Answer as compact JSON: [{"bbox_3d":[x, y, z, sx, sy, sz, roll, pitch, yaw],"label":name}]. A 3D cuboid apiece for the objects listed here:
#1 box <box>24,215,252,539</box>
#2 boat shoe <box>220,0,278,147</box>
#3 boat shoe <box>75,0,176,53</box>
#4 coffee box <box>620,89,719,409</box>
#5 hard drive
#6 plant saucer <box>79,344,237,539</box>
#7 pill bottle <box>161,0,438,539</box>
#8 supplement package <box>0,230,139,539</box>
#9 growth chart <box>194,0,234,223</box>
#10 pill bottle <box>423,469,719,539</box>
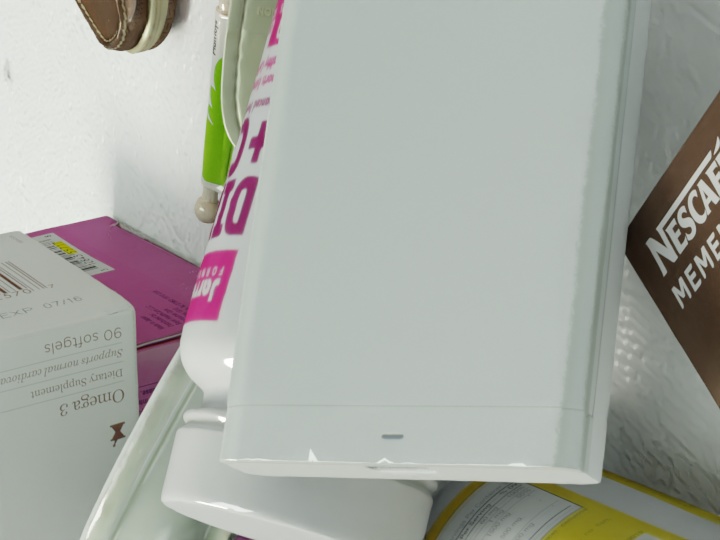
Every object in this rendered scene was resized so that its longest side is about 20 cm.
[{"bbox_3d":[-0.118,0.097,1.294,0.176,0.096,0.201,27,125,53],"label":"box"},{"bbox_3d":[-0.016,-0.143,1.043,0.061,0.071,0.202,-71,-6,-72],"label":"boat shoe"},{"bbox_3d":[-0.154,-0.191,1.252,0.075,0.075,0.203,-46,63,56],"label":"boat shoe"},{"bbox_3d":[0.169,-0.029,0.768,0.115,0.079,0.200,62,148,23],"label":"coffee box"},{"bbox_3d":[0.027,-0.032,0.866,0.131,0.026,0.201,-1,73,30],"label":"hard drive"},{"bbox_3d":[-0.049,0.055,1.077,0.050,0.200,0.200,29,138,3],"label":"plant saucer"},{"bbox_3d":[0.000,0.000,0.953,0.113,0.113,0.201,-4,67,60],"label":"pill bottle"},{"bbox_3d":[-0.172,0.102,1.175,0.117,0.116,0.201,28,126,50],"label":"supplement package"},{"bbox_3d":[-0.014,-0.051,1.135,0.200,0.018,0.145,36,131,47],"label":"growth chart"},{"bbox_3d":[0.079,0.129,0.956,0.200,0.112,0.113,19,119,56],"label":"pill bottle"}]
